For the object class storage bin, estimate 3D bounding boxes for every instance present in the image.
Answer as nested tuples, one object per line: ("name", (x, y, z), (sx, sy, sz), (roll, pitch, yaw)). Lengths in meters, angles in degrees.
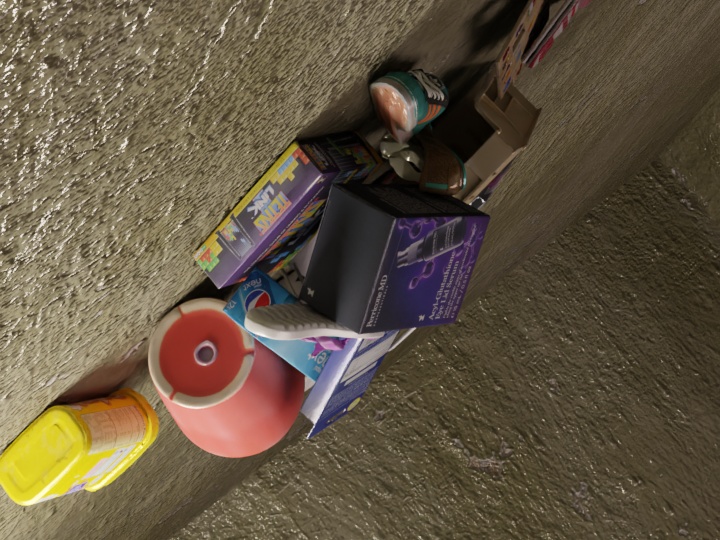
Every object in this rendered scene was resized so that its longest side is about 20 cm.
("storage bin", (0.134, -0.153, 1.827), (0.200, 0.094, 0.199), (-45, -175, 27))

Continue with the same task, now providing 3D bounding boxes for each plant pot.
("plant pot", (-0.182, 0.128, 1.772), (0.200, 0.201, 0.178), (-39, 160, -4))

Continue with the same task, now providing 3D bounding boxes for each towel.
("towel", (0.285, -0.353, 1.756), (0.200, 0.023, 0.144), (-50, 177, -41))

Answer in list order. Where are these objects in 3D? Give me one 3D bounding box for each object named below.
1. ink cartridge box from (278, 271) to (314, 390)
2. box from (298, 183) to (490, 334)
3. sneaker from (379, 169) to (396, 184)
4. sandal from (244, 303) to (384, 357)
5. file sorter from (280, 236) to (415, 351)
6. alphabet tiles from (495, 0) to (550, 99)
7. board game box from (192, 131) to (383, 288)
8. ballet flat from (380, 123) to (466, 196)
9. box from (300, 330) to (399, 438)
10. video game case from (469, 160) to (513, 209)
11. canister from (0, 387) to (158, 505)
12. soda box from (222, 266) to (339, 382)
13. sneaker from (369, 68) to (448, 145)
("ink cartridge box", (-0.089, 0.088, 2.020), (0.199, 0.147, 0.083), (-34, 168, -35))
("box", (0.042, -0.017, 1.615), (0.199, 0.104, 0.150), (-6, 119, -51))
("sneaker", (0.081, -0.107, 1.991), (0.199, 0.087, 0.074), (-30, 165, -45))
("sandal", (-0.058, 0.072, 1.577), (0.201, 0.082, 0.050), (6, 107, -44))
("file sorter", (0.000, 0.000, 1.791), (0.139, 0.125, 0.199), (-42, 136, 14))
("alphabet tiles", (0.211, -0.304, 1.701), (0.169, 0.007, 0.200), (-62, 171, -4))
("board game box", (-0.084, -0.073, 1.617), (0.200, 0.057, 0.165), (-46, 170, 26))
("ballet flat", (0.066, -0.145, 1.684), (0.071, 0.201, 0.069), (-8, 123, -14))
("box", (-0.009, 0.122, 1.749), (0.121, 0.032, 0.201), (-29, 152, -50))
("video game case", (0.168, -0.120, 1.919), (0.143, 0.019, 0.200), (-44, -173, 46))
("canister", (-0.366, 0.230, 1.779), (0.148, 0.087, 0.200), (-43, 168, 12))
("soda box", (-0.089, 0.070, 1.676), (0.068, 0.064, 0.200), (-52, 152, -4))
("sneaker", (0.060, -0.204, 1.574), (0.080, 0.072, 0.200), (-40, 178, -3))
